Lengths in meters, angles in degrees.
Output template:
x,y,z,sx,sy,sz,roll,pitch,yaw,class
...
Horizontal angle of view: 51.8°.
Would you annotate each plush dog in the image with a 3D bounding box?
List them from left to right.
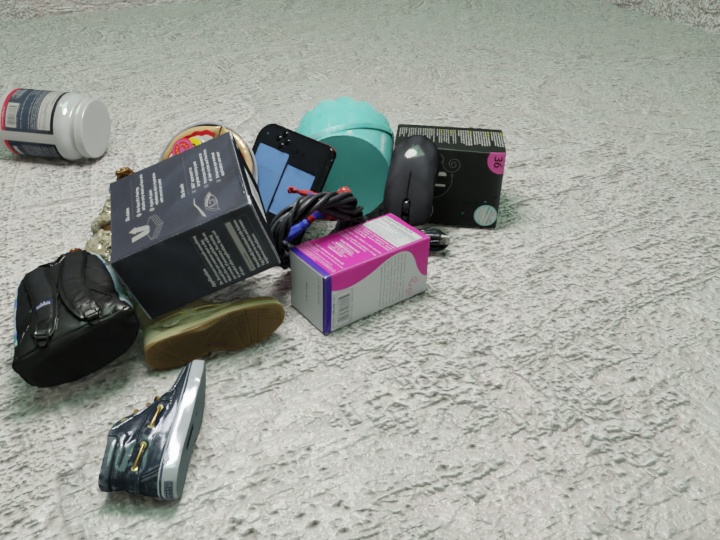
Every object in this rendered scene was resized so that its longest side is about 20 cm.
x,y,z,sx,sy,sz,roll,pitch,yaw,class
-0.373,-0.052,1.189,0.199,0.161,0.173,5,59,10,plush dog

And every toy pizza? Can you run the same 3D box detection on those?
x,y,z,sx,sy,sz,roll,pitch,yaw,class
-0.277,-0.164,1.312,0.199,0.201,0.032,10,2,14,toy pizza

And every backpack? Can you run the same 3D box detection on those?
x,y,z,sx,sy,sz,roll,pitch,yaw,class
-0.390,0.056,1.006,0.163,0.154,0.200,-29,52,-14,backpack

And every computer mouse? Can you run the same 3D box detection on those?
x,y,z,sx,sy,sz,roll,pitch,yaw,class
0.090,-0.134,1.264,0.138,0.201,0.053,5,1,10,computer mouse

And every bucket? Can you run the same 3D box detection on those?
x,y,z,sx,sy,sz,roll,pitch,yaw,class
-0.034,-0.204,1.375,0.206,0.208,0.135,0,36,-2,bucket

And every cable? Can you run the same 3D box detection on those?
x,y,z,sx,sy,sz,roll,pitch,yaw,class
-0.067,-0.060,1.139,0.163,0.200,0.051,-28,70,0,cable

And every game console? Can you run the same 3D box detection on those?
x,y,z,sx,sy,sz,roll,pitch,yaw,class
-0.142,-0.144,1.290,0.176,0.201,0.031,28,8,37,game console

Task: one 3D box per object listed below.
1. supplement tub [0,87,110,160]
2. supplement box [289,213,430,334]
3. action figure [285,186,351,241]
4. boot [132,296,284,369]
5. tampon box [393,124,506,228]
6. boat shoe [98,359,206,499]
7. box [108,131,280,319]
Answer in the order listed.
x,y,z,sx,sy,sz,roll,pitch,yaw,class
-0.649,-0.308,1.568,0.199,0.141,0.141,7,32,8,supplement tub
0.000,0.000,1.134,0.199,0.102,0.103,-20,38,-31,supplement box
-0.109,-0.090,1.192,0.199,0.099,0.065,-29,57,6,action figure
-0.223,0.053,1.067,0.199,0.073,0.156,-19,39,-16,boot
0.160,-0.177,1.377,0.199,0.151,0.126,4,31,5,tampon box
-0.238,0.175,0.870,0.090,0.071,0.201,5,34,-2,boat shoe
-0.237,-0.068,1.041,0.199,0.118,0.197,-23,41,0,box
